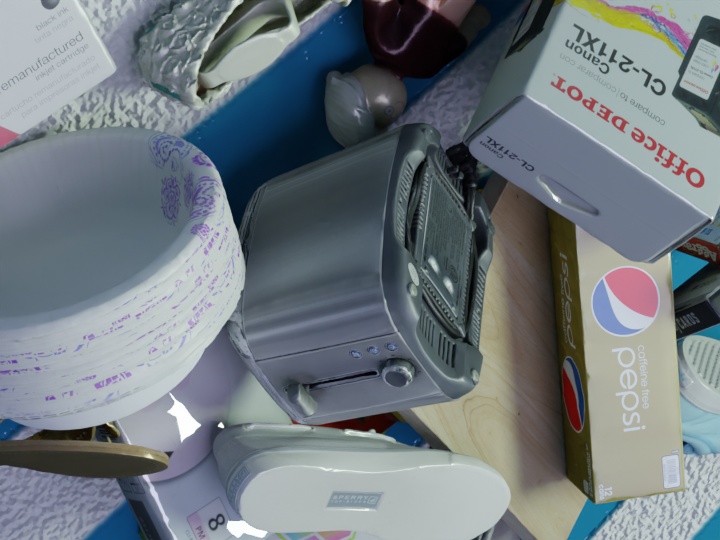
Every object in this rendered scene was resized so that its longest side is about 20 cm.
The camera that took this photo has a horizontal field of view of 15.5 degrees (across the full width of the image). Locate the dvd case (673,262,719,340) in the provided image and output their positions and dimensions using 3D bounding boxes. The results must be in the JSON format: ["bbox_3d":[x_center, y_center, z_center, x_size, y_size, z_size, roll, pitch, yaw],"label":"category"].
[{"bbox_3d":[0.276,-0.021,1.724,0.200,0.150,0.025,-38,91,-16],"label":"dvd case"}]

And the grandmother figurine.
[{"bbox_3d":[0.043,-0.161,1.630,0.121,0.061,0.200,27,101,-45],"label":"grandmother figurine"}]

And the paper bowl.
[{"bbox_3d":[-0.164,0.012,1.519,0.200,0.201,0.105,-27,125,-14],"label":"paper bowl"}]

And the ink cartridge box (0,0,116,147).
[{"bbox_3d":[-0.247,-0.161,1.452,0.146,0.083,0.200,-34,127,-9],"label":"ink cartridge box"}]

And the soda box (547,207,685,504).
[{"bbox_3d":[0.163,0.042,1.689,0.064,0.068,0.201,-7,101,-11],"label":"soda box"}]

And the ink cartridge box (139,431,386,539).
[{"bbox_3d":[-0.032,0.126,1.735,0.148,0.076,0.200,19,106,-36],"label":"ink cartridge box"}]

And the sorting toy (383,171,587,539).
[{"bbox_3d":[0.097,0.048,1.735,0.200,0.069,0.199,47,63,-37],"label":"sorting toy"}]

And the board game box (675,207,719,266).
[{"bbox_3d":[0.268,-0.075,1.749,0.200,0.103,0.019,-36,126,-25],"label":"board game box"}]

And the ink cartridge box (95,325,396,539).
[{"bbox_3d":[-0.070,0.075,1.641,0.200,0.057,0.163,-31,105,-24],"label":"ink cartridge box"}]

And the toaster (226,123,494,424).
[{"bbox_3d":[0.000,0.000,1.582,0.129,0.200,0.114,-17,132,24],"label":"toaster"}]

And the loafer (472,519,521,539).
[{"bbox_3d":[0.118,0.167,1.846,0.070,0.070,0.200,23,103,-36],"label":"loafer"}]

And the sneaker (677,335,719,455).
[{"bbox_3d":[0.264,0.101,1.907,0.082,0.074,0.200,-36,139,30],"label":"sneaker"}]

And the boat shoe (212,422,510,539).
[{"bbox_3d":[-0.001,0.127,1.626,0.199,0.069,0.072,2,125,-29],"label":"boat shoe"}]

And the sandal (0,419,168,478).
[{"bbox_3d":[-0.201,0.086,1.572,0.078,0.211,0.070,24,64,-48],"label":"sandal"}]

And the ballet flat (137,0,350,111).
[{"bbox_3d":[-0.042,-0.163,1.579,0.200,0.072,0.072,-41,128,-5],"label":"ballet flat"}]

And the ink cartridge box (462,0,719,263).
[{"bbox_3d":[0.171,-0.128,1.616,0.146,0.083,0.200,32,60,-12],"label":"ink cartridge box"}]
